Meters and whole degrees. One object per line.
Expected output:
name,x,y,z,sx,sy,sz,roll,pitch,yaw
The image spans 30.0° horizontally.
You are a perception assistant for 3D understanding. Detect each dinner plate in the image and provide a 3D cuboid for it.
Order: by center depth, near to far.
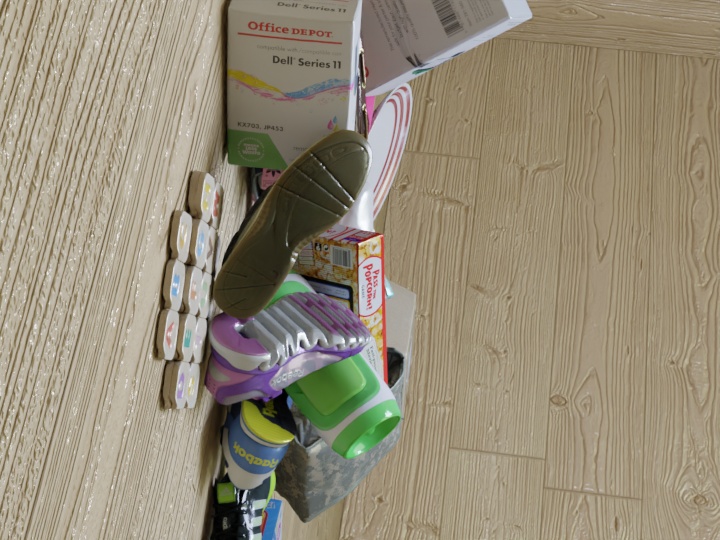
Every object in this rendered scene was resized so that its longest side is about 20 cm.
dinner plate,0.015,-0.130,1.599,0.200,0.024,0.200,22,90,-77

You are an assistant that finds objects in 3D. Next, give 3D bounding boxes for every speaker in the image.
speaker,-0.045,0.093,1.374,0.200,0.088,0.088,52,-13,19

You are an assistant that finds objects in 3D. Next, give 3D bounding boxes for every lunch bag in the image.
lunch bag,-0.027,0.194,1.717,0.200,0.118,0.164,-31,144,-28

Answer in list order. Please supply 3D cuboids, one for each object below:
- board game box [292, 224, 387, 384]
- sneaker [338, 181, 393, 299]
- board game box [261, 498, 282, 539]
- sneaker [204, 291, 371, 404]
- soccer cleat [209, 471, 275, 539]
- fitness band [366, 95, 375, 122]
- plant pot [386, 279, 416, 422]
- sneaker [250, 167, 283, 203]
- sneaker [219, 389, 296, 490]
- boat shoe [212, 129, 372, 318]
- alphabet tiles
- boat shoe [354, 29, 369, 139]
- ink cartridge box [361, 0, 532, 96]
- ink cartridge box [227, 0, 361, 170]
board game box,-0.044,0.048,1.454,0.046,0.151,0.200,-23,118,-47
sneaker,0.000,0.000,1.508,0.075,0.088,0.200,-19,124,-63
board game box,-0.134,0.397,1.528,0.196,0.056,0.200,-78,173,-56
sneaker,-0.075,0.080,1.279,0.200,0.080,0.089,-10,132,-47
soccer cleat,-0.132,0.263,1.387,0.200,0.067,0.081,-81,157,-46
fitness band,-0.038,-0.218,1.481,0.144,0.037,0.200,43,37,-31
plant pot,-0.018,0.111,1.852,0.200,0.177,0.200,-80,174,-50
sneaker,-0.081,-0.128,1.371,0.200,0.070,0.082,89,7,-48
sneaker,-0.111,0.156,1.398,0.200,0.074,0.082,-91,-157,-72
boat shoe,-0.069,-0.048,1.223,0.201,0.072,0.066,-53,-156,0
alphabet tiles,-0.142,0.019,1.150,0.196,0.015,0.200,59,38,-83
boat shoe,-0.019,-0.150,1.336,0.070,0.070,0.200,-34,139,-37
ink cartridge box,0.063,-0.297,1.471,0.084,0.200,0.146,-23,89,-64
ink cartridge box,-0.061,-0.192,1.222,0.067,0.117,0.200,-79,174,-56
